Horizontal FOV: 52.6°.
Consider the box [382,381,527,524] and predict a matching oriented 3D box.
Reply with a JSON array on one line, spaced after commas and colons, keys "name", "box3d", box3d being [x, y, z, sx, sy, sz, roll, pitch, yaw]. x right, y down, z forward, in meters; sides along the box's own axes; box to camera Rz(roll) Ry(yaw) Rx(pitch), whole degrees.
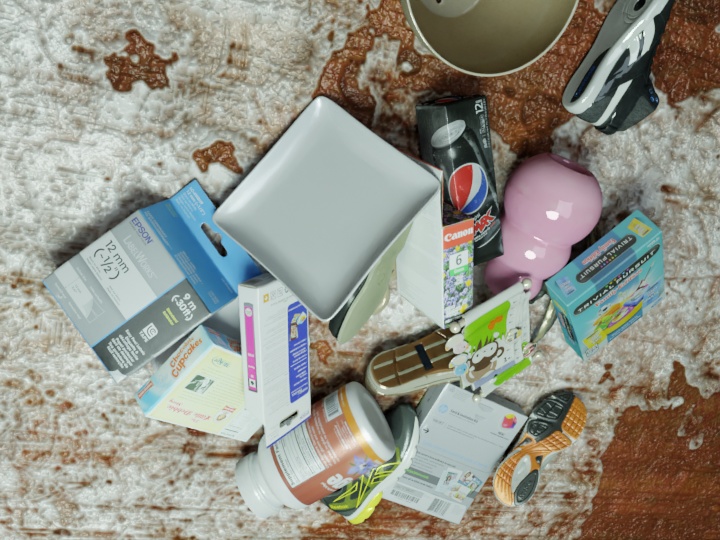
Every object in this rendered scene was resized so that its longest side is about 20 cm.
[{"name": "box", "box3d": [0.131, 0.264, 1.074, 0.155, 0.041, 0.201, 25, 103, -23]}]

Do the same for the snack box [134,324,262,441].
[{"name": "snack box", "box3d": [-0.166, 0.144, 0.893, 0.116, 0.037, 0.200, -46, 147, 4]}]

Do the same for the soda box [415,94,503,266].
[{"name": "soda box", "box3d": [0.123, -0.109, 0.895, 0.063, 0.071, 0.203, -20, 111, -24]}]

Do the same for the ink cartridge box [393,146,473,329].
[{"name": "ink cartridge box", "box3d": [0.088, -0.044, 0.880, 0.050, 0.109, 0.202, -17, 120, -24]}]

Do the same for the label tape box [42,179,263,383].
[{"name": "label tape box", "box3d": [-0.233, 0.009, 0.833, 0.199, 0.066, 0.144, -36, 92, 2]}]

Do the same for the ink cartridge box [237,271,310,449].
[{"name": "ink cartridge box", "box3d": [-0.099, 0.100, 0.870, 0.094, 0.037, 0.203, -26, 118, -55]}]

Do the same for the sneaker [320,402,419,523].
[{"name": "sneaker", "box3d": [0.011, 0.267, 1.022, 0.084, 0.075, 0.201, 25, 102, -22]}]

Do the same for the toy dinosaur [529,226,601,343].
[{"name": "toy dinosaur", "box3d": [0.271, 0.024, 1.018, 0.087, 0.048, 0.201, 21, 107, -33]}]

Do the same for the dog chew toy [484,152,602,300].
[{"name": "dog chew toy", "box3d": [0.225, -0.046, 0.941, 0.123, 0.125, 0.202, 13, 114, -20]}]

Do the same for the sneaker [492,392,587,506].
[{"name": "sneaker", "box3d": [0.262, 0.268, 1.104, 0.076, 0.092, 0.200, 41, 74, 13]}]

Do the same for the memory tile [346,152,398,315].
[{"name": "memory tile", "box3d": [0.009, -0.044, 0.917, 0.152, 0.017, 0.202, 19, 103, -32]}]

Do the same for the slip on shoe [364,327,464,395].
[{"name": "slip on shoe", "box3d": [0.099, 0.130, 1.005, 0.198, 0.077, 0.061, -16, 157, -19]}]

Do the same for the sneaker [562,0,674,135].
[{"name": "sneaker", "box3d": [0.351, -0.268, 0.919, 0.111, 0.073, 0.201, 25, 110, -26]}]

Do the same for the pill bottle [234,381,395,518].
[{"name": "pill bottle", "box3d": [-0.062, 0.243, 0.966, 0.199, 0.113, 0.113, -32, 116, 9]}]

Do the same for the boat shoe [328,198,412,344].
[{"name": "boat shoe", "box3d": [0.001, -0.001, 0.891, 0.073, 0.063, 0.203, -26, 143, -54]}]

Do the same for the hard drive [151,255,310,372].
[{"name": "hard drive", "box3d": [-0.171, 0.055, 0.916, 0.197, 0.025, 0.134, -13, 113, -11]}]

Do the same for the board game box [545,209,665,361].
[{"name": "board game box", "box3d": [0.337, 0.028, 0.987, 0.150, 0.047, 0.200, -39, 145, 1]}]

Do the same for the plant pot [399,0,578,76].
[{"name": "plant pot", "box3d": [0.122, -0.322, 0.792, 0.197, 0.135, 0.203, -5, 111, -13]}]

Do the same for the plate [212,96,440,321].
[{"name": "plate", "box3d": [-0.039, -0.073, 0.827, 0.200, 0.199, 0.032, -49, 157, -4]}]

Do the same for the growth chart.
[{"name": "growth chart", "box3d": [0.176, 0.096, 0.949, 0.144, 0.018, 0.201, -35, 140, -12]}]
